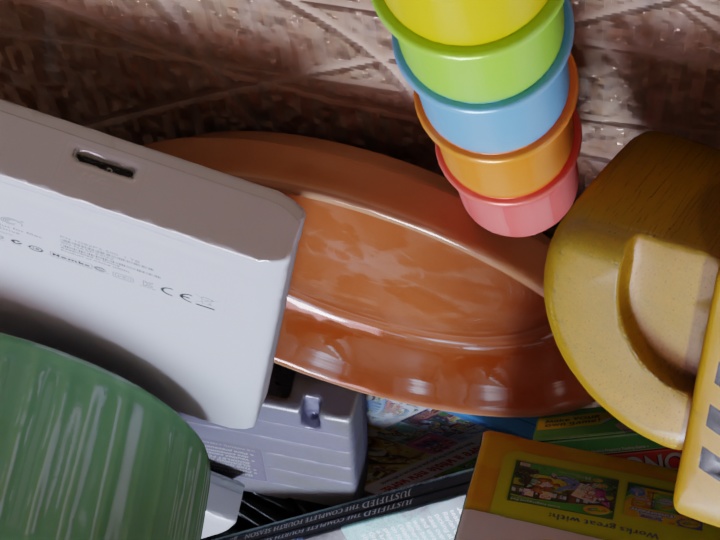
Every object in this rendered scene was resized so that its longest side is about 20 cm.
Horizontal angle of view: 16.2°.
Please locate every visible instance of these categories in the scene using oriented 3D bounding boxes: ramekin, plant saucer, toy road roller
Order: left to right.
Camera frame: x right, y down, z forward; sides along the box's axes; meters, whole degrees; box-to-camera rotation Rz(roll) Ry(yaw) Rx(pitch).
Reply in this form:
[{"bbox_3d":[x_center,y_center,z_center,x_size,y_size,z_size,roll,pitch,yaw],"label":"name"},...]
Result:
[{"bbox_3d":[-0.153,0.096,0.981,0.200,0.098,0.200,11,157,5],"label":"ramekin"},{"bbox_3d":[0.000,0.000,0.929,0.200,0.032,0.200,17,161,6],"label":"plant saucer"},{"bbox_3d":[0.131,0.038,0.792,0.146,0.123,0.200,19,121,19],"label":"toy road roller"}]

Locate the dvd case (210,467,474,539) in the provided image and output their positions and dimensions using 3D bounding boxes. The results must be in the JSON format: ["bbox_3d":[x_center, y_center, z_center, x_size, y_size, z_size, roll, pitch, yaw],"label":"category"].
[{"bbox_3d":[0.017,0.165,1.134,0.200,0.022,0.146,-18,117,27],"label":"dvd case"}]

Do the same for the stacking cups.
[{"bbox_3d":[0.037,-0.067,0.746,0.060,0.061,0.200,8,163,10],"label":"stacking cups"}]

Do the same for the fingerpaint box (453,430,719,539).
[{"bbox_3d":[0.124,0.145,0.885,0.200,0.167,0.073,11,118,6],"label":"fingerpaint box"}]

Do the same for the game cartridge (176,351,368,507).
[{"bbox_3d":[-0.096,0.054,1.088,0.200,0.038,0.130,11,162,5],"label":"game cartridge"}]

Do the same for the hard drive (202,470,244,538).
[{"bbox_3d":[-0.168,0.081,1.116,0.200,0.026,0.132,24,155,-24],"label":"hard drive"}]

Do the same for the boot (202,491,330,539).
[{"bbox_3d":[-0.045,0.160,1.308,0.211,0.080,0.158,22,156,-25],"label":"boot"}]

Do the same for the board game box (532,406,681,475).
[{"bbox_3d":[0.175,0.110,0.970,0.200,0.135,0.029,-6,-162,13],"label":"board game box"}]

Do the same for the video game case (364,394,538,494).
[{"bbox_3d":[-0.029,0.054,1.121,0.200,0.018,0.143,23,156,-25],"label":"video game case"}]

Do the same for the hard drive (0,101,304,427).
[{"bbox_3d":[-0.092,0.000,0.904,0.132,0.026,0.200,18,161,1],"label":"hard drive"}]
